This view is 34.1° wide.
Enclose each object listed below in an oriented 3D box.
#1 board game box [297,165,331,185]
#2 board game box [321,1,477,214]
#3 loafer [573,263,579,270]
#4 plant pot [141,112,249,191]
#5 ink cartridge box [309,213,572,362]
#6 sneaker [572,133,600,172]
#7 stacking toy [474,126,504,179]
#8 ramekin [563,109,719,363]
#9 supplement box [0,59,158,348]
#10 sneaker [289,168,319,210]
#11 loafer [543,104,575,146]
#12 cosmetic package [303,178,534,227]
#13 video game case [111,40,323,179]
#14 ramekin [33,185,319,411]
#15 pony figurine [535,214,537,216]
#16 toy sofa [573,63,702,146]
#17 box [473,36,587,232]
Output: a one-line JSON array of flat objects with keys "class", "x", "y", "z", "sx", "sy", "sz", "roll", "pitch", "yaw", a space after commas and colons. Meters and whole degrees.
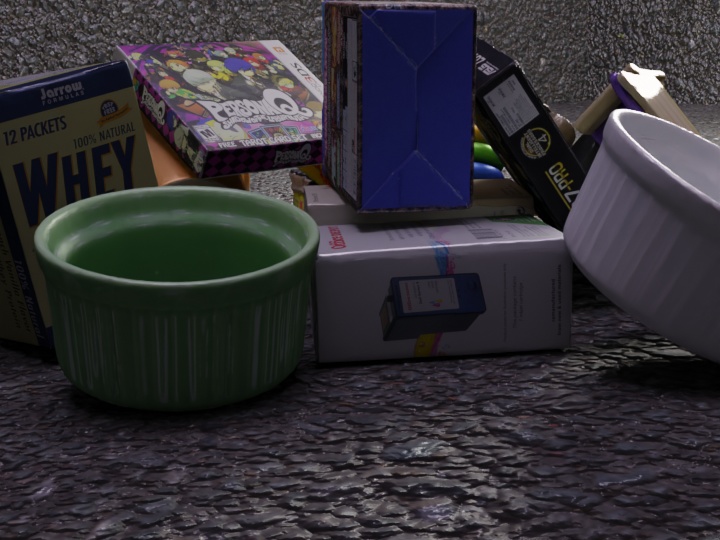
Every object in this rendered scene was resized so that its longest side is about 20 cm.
[{"class": "board game box", "x": 0.029, "y": -0.150, "z": 1.237, "sx": 0.198, "sy": 0.048, "sz": 0.101, "roll": -30, "pitch": 51, "yaw": -29}, {"class": "board game box", "x": 0.027, "y": -0.147, "z": 1.002, "sx": 0.095, "sy": 0.162, "sz": 0.200, "roll": -2, "pitch": 14, "yaw": -10}, {"class": "loafer", "x": 0.226, "y": -0.019, "z": 1.111, "sx": 0.070, "sy": 0.074, "sz": 0.200, "roll": -16, "pitch": 9, "yaw": -6}, {"class": "plant pot", "x": -0.188, "y": -0.065, "z": 1.146, "sx": 0.197, "sy": 0.203, "sz": 0.183, "roll": -7, "pitch": 27, "yaw": -21}, {"class": "ink cartridge box", "x": 0.056, "y": 0.010, "z": 0.931, "sx": 0.196, "sy": 0.089, "sz": 0.145, "roll": -2, "pitch": 11, "yaw": -5}, {"class": "sneaker", "x": 0.256, "y": -0.084, "z": 1.241, "sx": 0.107, "sy": 0.068, "sz": 0.201, "roll": 36, "pitch": -7, "yaw": 1}, {"class": "stacking toy", "x": 0.112, "y": -0.115, "z": 1.185, "sx": 0.084, "sy": 0.204, "sz": 0.085, "roll": 4, "pitch": -15, "yaw": 1}, {"class": "ramekin", "x": 0.239, "y": -0.020, "z": 0.825, "sx": 0.198, "sy": 0.099, "sz": 0.201, "roll": 24, "pitch": 23, "yaw": -11}, {"class": "supplement box", "x": -0.276, "y": -0.059, "z": 0.992, "sx": 0.133, "sy": 0.203, "sz": 0.198, "roll": -24, "pitch": 18, "yaw": -38}, {"class": "sneaker", "x": -0.029, "y": -0.056, "z": 1.271, "sx": 0.077, "sy": 0.092, "sz": 0.200, "roll": -1, "pitch": 13, "yaw": -13}, {"class": "loafer", "x": 0.185, "y": -0.135, "z": 1.251, "sx": 0.067, "sy": 0.076, "sz": 0.200, "roll": -36, "pitch": 15, "yaw": 3}, {"class": "cosmetic package", "x": 0.048, "y": -0.037, "z": 1.049, "sx": 0.196, "sy": 0.074, "sz": 0.104, "roll": -2, "pitch": 13, "yaw": -6}, {"class": "video game case", "x": -0.114, "y": -0.161, "z": 1.136, "sx": 0.198, "sy": 0.036, "sz": 0.181, "roll": -10, "pitch": 45, "yaw": -39}, {"class": "ramekin", "x": -0.127, "y": 0.017, "z": 0.832, "sx": 0.196, "sy": 0.099, "sz": 0.201, "roll": 2, "pitch": 22, "yaw": -1}, {"class": "pony figurine", "x": 0.076, "y": -0.087, "z": 1.316, "sx": 0.197, "sy": 0.169, "sz": 0.192, "roll": 9, "pitch": 11, "yaw": -34}, {"class": "toy sofa", "x": 0.283, "y": -0.088, "z": 1.079, "sx": 0.097, "sy": 0.201, "sz": 0.083, "roll": -8, "pitch": -32, "yaw": -48}, {"class": "box", "x": 0.148, "y": -0.108, "z": 1.031, "sx": 0.049, "sy": 0.201, "sz": 0.162, "roll": -35, "pitch": 23, "yaw": 6}]
